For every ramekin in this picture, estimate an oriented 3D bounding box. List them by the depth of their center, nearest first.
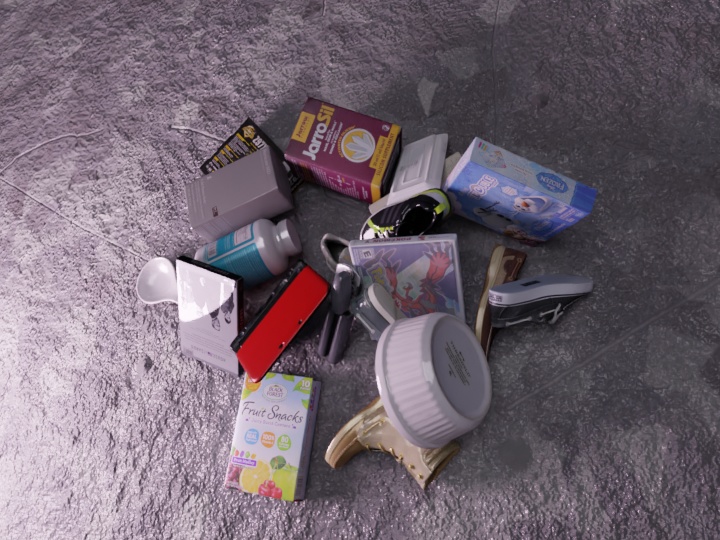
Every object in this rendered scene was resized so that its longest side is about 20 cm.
[{"bbox_3d":[0.119,0.160,0.877,0.093,0.199,0.209,-27,62,38],"label":"ramekin"}]

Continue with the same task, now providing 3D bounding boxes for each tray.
[{"bbox_3d":[0.103,-0.190,1.054,0.105,0.022,0.203,-17,35,28],"label":"tray"}]

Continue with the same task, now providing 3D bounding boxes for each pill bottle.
[{"bbox_3d":[-0.215,-0.028,1.120,0.195,0.111,0.114,-23,66,10],"label":"pill bottle"}]

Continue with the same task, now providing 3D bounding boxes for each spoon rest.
[{"bbox_3d":[-0.388,0.039,1.183,0.196,0.061,0.102,24,80,23],"label":"spoon rest"}]

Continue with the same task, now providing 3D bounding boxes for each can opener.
[{"bbox_3d":[-0.045,0.081,0.991,0.053,0.066,0.205,31,125,25],"label":"can opener"}]

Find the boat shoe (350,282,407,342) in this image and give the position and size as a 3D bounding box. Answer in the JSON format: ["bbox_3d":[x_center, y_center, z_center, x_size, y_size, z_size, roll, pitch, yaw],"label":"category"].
[{"bbox_3d":[0.056,0.112,0.967,0.061,0.202,0.073,-28,21,22],"label":"boat shoe"}]

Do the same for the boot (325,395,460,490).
[{"bbox_3d":[0.051,0.298,0.944,0.198,0.073,0.156,-39,65,-5],"label":"boot"}]

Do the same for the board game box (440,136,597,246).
[{"bbox_3d":[0.236,-0.116,0.916,0.194,0.200,0.045,24,76,-1],"label":"board game box"}]

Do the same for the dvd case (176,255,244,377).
[{"bbox_3d":[-0.283,0.088,1.085,0.146,0.025,0.207,17,118,23],"label":"dvd case"}]

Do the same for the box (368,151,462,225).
[{"bbox_3d":[0.120,-0.125,1.066,0.196,0.068,0.084,-29,65,7],"label":"box"}]

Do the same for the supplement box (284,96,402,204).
[{"bbox_3d":[-0.029,-0.229,1.109,0.194,0.103,0.135,19,78,9],"label":"supplement box"}]

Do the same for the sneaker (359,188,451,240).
[{"bbox_3d":[0.063,-0.076,0.962,0.197,0.083,0.073,-31,100,36],"label":"sneaker"}]

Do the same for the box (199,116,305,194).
[{"bbox_3d":[-0.231,-0.205,1.220,0.160,0.049,0.200,-44,65,-3],"label":"box"}]

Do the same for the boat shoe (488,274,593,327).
[{"bbox_3d":[0.292,0.052,0.925,0.073,0.193,0.071,21,118,60],"label":"boat shoe"}]

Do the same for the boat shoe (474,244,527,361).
[{"bbox_3d":[0.237,0.059,0.965,0.070,0.072,0.206,12,74,17],"label":"boat shoe"}]

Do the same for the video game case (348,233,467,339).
[{"bbox_3d":[0.084,0.034,0.965,0.176,0.205,0.023,-2,34,17],"label":"video game case"}]

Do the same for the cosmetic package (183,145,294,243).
[{"bbox_3d":[-0.237,-0.146,1.129,0.195,0.090,0.110,-25,63,11],"label":"cosmetic package"}]

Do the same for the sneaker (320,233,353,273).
[{"bbox_3d":[0.000,0.000,1.049,0.197,0.092,0.077,30,83,24],"label":"sneaker"}]

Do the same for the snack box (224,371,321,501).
[{"bbox_3d":[-0.154,0.291,1.023,0.137,0.053,0.207,3,73,18],"label":"snack box"}]

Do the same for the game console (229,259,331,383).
[{"bbox_3d":[-0.123,0.099,1.013,0.118,0.173,0.201,38,85,24],"label":"game console"}]
